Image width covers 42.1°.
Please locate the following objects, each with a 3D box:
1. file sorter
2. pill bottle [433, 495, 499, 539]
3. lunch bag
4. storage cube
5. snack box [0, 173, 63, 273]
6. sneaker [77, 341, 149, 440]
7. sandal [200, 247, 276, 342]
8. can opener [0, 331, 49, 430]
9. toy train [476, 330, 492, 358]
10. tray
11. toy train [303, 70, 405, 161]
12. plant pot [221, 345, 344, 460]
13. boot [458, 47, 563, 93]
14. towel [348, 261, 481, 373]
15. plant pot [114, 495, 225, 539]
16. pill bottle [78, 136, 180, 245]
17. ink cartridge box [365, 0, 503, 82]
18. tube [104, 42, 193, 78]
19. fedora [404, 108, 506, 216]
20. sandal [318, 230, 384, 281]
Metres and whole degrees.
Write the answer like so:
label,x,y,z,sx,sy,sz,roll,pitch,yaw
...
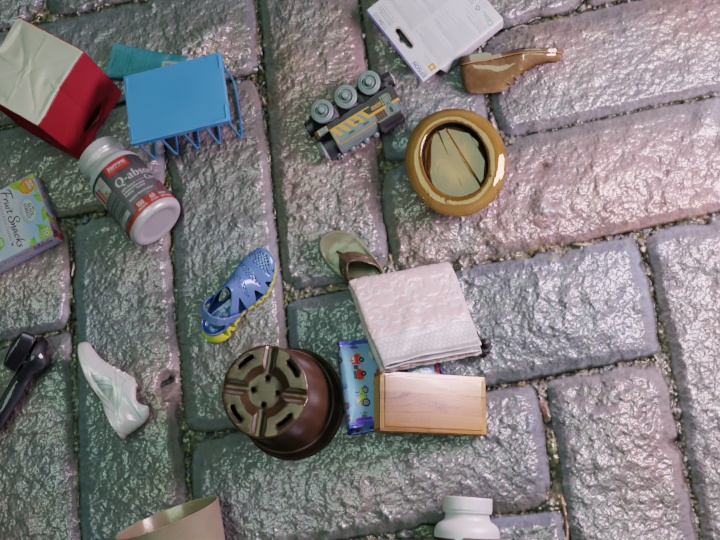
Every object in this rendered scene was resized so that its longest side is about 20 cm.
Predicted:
label,x,y,z,sx,sy,sz,roll,pitch,yaw
file sorter,-0.339,-0.310,1.817,0.196,0.123,0.142,-12,74,6
pill bottle,0.174,0.479,1.541,0.110,0.113,0.205,1,77,10
lunch bag,0.064,0.196,1.650,0.195,0.094,0.154,-7,73,-4
storage cube,-0.616,-0.357,1.849,0.198,0.180,0.173,29,83,14
snack box,-0.708,-0.083,1.864,0.197,0.053,0.144,-25,75,3
sneaker,-0.463,0.214,1.750,0.079,0.071,0.202,-31,76,-15
sandal,-0.229,0.043,1.733,0.079,0.087,0.202,33,82,17
can opener,-0.655,0.216,1.783,0.077,0.063,0.203,26,92,-12
toy train,0.149,0.093,1.681,0.199,0.034,0.046,36,95,16
tray,0.121,0.229,1.605,0.196,0.037,0.101,5,75,-17
toy train,-0.009,-0.294,1.780,0.198,0.085,0.115,-31,83,2
plant pot,-0.141,0.221,1.615,0.195,0.198,0.205,-2,77,9
boot,0.286,-0.378,1.760,0.195,0.074,0.077,-7,94,13
towel,0.096,0.077,1.633,0.196,0.033,0.194,-9,56,-17
plant pot,-0.301,0.518,1.597,0.184,0.187,0.204,-18,88,5
pill bottle,-0.448,-0.156,1.803,0.116,0.116,0.200,-43,74,-2
ink cartridge box,0.143,-0.489,1.817,0.199,0.043,0.198,-37,75,2
tube,-0.432,-0.417,1.902,0.196,0.050,0.079,11,75,17
fedora,0.175,-0.193,1.719,0.196,0.082,0.206,-1,81,7
sandal,0.001,0.000,1.716,0.080,0.057,0.201,-42,73,-2
